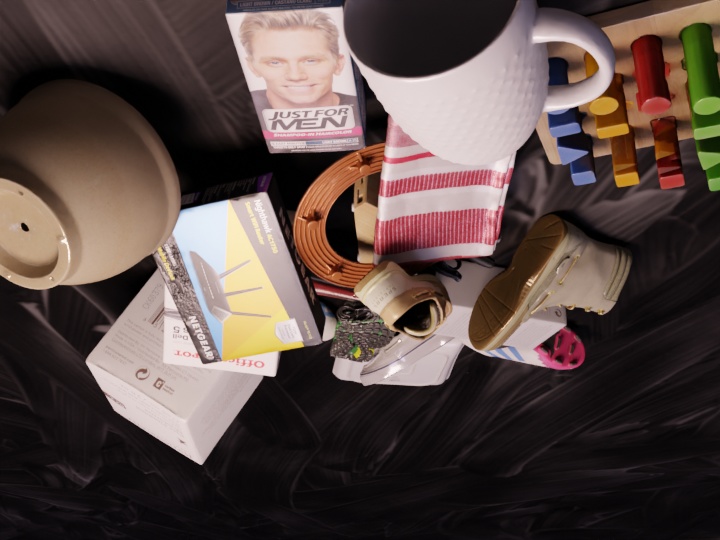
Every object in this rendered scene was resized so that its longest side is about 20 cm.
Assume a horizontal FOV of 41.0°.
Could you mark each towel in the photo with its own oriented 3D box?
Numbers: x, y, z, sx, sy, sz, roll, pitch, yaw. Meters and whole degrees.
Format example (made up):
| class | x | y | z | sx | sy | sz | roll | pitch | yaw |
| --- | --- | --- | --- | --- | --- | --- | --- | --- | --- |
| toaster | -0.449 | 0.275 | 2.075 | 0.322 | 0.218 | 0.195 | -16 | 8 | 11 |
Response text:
| class | x | y | z | sx | sy | sz | roll | pitch | yaw |
| --- | --- | --- | --- | --- | --- | --- | --- | --- | --- |
| towel | 0.088 | -0.084 | 0.999 | 0.143 | 0.023 | 0.201 | -7 | 134 | -14 |

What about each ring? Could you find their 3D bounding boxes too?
| class | x | y | z | sx | sy | sz | roll | pitch | yaw |
| --- | --- | --- | --- | --- | --- | --- | --- | --- | --- |
| ring | 0.026 | -0.052 | 1.034 | 0.199 | 0.019 | 0.201 | -10 | 133 | -11 |

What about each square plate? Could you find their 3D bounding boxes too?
| class | x | y | z | sx | sy | sz | roll | pitch | yaw |
| --- | --- | --- | --- | --- | --- | --- | --- | --- | --- |
| square plate | 0.059 | 0.145 | 1.548 | 0.198 | 0.029 | 0.198 | 4 | 152 | -4 |

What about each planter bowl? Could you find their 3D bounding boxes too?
| class | x | y | z | sx | sy | sz | roll | pitch | yaw |
| --- | --- | --- | --- | --- | --- | --- | --- | --- | --- |
| planter bowl | -0.294 | -0.065 | 0.935 | 0.199 | 0.135 | 0.201 | 12 | 126 | 17 |

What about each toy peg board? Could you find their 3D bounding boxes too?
| class | x | y | z | sx | sy | sz | roll | pitch | yaw |
| --- | --- | --- | --- | --- | --- | --- | --- | --- | --- |
| toy peg board | 0.258 | -0.143 | 0.903 | 0.198 | 0.098 | 0.200 | -10 | 151 | 20 |

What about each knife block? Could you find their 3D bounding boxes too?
| class | x | y | z | sx | sy | sz | roll | pitch | yaw |
| --- | --- | --- | --- | --- | --- | --- | --- | --- | --- |
| knife block | 0.082 | -0.054 | 1.120 | 0.174 | 0.064 | 0.200 | -1 | 152 | 3 |

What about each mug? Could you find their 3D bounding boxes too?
| class | x | y | z | sx | sy | sz | roll | pitch | yaw |
| --- | --- | --- | --- | --- | --- | --- | --- | --- | --- |
| mug | 0.107 | -0.169 | 0.790 | 0.199 | 0.149 | 0.175 | 2 | 157 | 24 |

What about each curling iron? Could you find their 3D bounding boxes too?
| class | x | y | z | sx | sy | sz | roll | pitch | yaw |
| --- | --- | --- | --- | --- | --- | --- | --- | --- | --- |
| curling iron | -0.071 | 0.026 | 1.222 | 0.199 | 0.050 | 0.026 | 20 | 148 | 9 |

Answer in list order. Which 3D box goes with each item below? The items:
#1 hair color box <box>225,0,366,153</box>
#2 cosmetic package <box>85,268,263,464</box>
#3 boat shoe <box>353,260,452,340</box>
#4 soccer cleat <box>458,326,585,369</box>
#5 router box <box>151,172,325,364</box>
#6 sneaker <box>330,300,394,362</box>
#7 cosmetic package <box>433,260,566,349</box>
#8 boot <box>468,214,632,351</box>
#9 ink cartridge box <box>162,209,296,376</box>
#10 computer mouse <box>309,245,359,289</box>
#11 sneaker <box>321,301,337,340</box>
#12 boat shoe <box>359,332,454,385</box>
| class | x | y | z | sx | sy | sz | roll | pitch | yaw |
| --- | --- | --- | --- | --- | --- | --- | --- | --- | --- |
| hair color box | -0.052 | -0.187 | 0.869 | 0.099 | 0.061 | 0.200 | -2 | 152 | 6 |
| cosmetic package | -0.248 | 0.136 | 1.333 | 0.164 | 0.165 | 0.200 | 29 | 155 | 12 |
| boat shoe | 0.059 | 0.045 | 1.078 | 0.074 | 0.067 | 0.200 | -43 | 156 | 15 |
| soccer cleat | 0.237 | 0.102 | 1.431 | 0.199 | 0.070 | 0.086 | 15 | 166 | -21 |
| router box | -0.137 | 0.002 | 1.059 | 0.148 | 0.051 | 0.201 | -12 | 122 | 12 |
| sneaker | -0.001 | 0.064 | 1.322 | 0.077 | 0.086 | 0.200 | 10 | 161 | -11 |
| cosmetic package | 0.166 | 0.045 | 1.302 | 0.199 | 0.072 | 0.101 | 10 | 153 | -17 |
| boot | 0.240 | 0.034 | 1.217 | 0.154 | 0.072 | 0.201 | 17 | 117 | -35 |
| ink cartridge box | -0.159 | 0.022 | 1.161 | 0.144 | 0.084 | 0.201 | 7 | 126 | -3 |
| computer mouse | 0.000 | 0.000 | 1.217 | 0.199 | 0.046 | 0.140 | 15 | -176 | 39 |
| sneaker | -0.104 | 0.064 | 1.341 | 0.072 | 0.073 | 0.200 | -33 | 140 | 26 |
| boat shoe | 0.063 | 0.107 | 1.423 | 0.072 | 0.066 | 0.200 | -25 | 172 | -47 |
